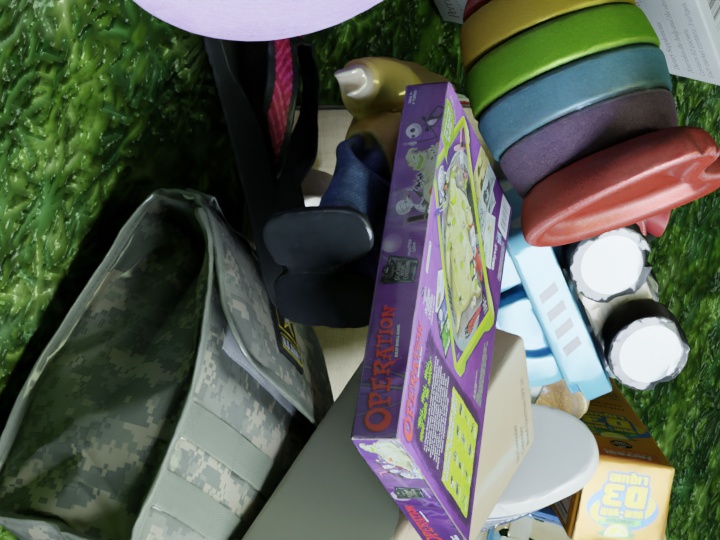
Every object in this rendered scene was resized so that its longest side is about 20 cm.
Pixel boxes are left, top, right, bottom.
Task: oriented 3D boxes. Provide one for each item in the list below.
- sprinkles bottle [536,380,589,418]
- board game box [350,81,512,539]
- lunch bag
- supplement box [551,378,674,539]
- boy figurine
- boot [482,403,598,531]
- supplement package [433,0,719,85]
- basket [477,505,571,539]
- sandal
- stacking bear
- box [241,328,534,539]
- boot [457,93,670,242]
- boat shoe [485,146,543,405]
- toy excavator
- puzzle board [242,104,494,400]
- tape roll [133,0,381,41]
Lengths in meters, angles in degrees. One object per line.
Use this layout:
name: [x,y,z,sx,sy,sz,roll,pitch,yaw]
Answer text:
sprinkles bottle: [0.151,0.009,1.566,0.068,0.068,0.201,71,34,-45]
board game box: [0.039,0.022,1.142,0.120,0.032,0.201,64,30,-55]
lunch bag: [-0.089,0.074,1.202,0.164,0.117,0.201,50,56,-57]
supplement box: [0.160,0.128,1.572,0.200,0.066,0.069,-112,-149,-72]
boy figurine: [0.005,-0.059,1.190,0.200,0.064,0.125,-71,156,-52]
boot: [0.056,0.141,1.418,0.090,0.199,0.073,61,21,-55]
supplement package: [0.142,-0.228,1.338,0.151,0.199,0.152,-61,148,-19]
basket: [0.126,0.229,1.568,0.200,0.176,0.140,-35,139,-61]
sandal: [-0.041,-0.079,1.200,0.075,0.045,0.201,-3,80,-70]
stacking bear: [0.103,-0.125,1.201,0.121,0.113,0.201,27,42,-75]
box: [0.014,0.122,1.213,0.200,0.077,0.095,-56,151,-34]
boot: [0.115,-0.059,1.437,0.200,0.144,0.073,7,100,-58]
boat shoe: [0.091,0.001,1.390,0.075,0.064,0.203,-98,-166,-60]
toy excavator: [0.062,0.005,1.294,0.100,0.199,0.195,-106,171,-63]
puzzle board: [0.000,0.000,1.332,0.150,0.017,0.201,-2,111,-21]
tape roll: [-0.043,-0.209,1.073,0.199,0.066,0.201,-12,133,-14]
